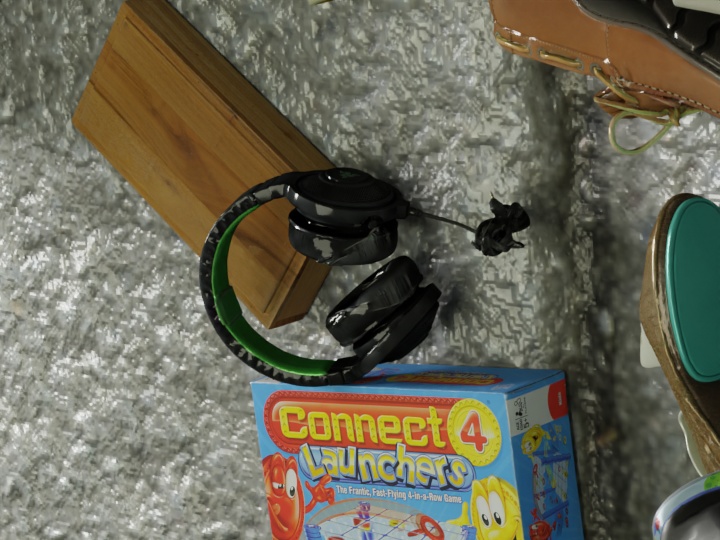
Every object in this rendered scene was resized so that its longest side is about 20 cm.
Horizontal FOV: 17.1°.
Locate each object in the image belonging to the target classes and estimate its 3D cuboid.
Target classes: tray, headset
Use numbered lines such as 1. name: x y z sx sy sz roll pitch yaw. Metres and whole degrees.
1. tray: -0.091 -0.068 1.465 0.200 0.037 0.099 45 127 23
2. headset: 0.000 0.000 1.348 0.200 0.094 0.124 -17 103 20

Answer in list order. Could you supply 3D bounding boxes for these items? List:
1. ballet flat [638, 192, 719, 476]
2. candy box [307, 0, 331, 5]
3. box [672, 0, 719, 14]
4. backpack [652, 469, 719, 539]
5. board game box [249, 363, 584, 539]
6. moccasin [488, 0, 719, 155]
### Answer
1. ballet flat: 0.185 0.061 1.247 0.072 0.068 0.200 -25 88 62
2. candy box: 0.033 -0.222 1.320 0.200 0.026 0.102 -14 94 43
3. box: 0.248 -0.156 1.107 0.200 0.078 0.095 19 119 37
4. backpack: 0.239 0.179 1.143 0.147 0.183 0.200 -123 17 -63
5. board game box: 0.036 0.156 1.398 0.200 0.056 0.196 -1 101 42
6. moccasin: 0.145 -0.107 1.222 0.201 0.074 0.078 25 126 31
